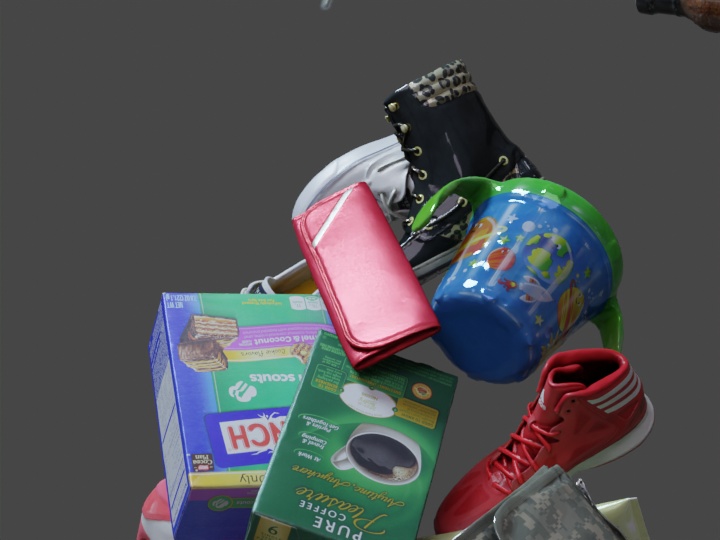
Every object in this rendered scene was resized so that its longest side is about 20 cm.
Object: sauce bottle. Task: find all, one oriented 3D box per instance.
[{"bbox_3d":[0.349,-0.246,1.514,0.199,0.066,0.066,14,59,29],"label":"sauce bottle"}]

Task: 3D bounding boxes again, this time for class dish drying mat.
[{"bbox_3d":[0.000,0.000,1.348,0.076,0.018,0.200,-25,39,0],"label":"dish drying mat"}]

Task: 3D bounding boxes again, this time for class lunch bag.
[{"bbox_3d":[0.116,0.250,1.144,0.200,0.118,0.164,-37,76,-11],"label":"lunch bag"}]

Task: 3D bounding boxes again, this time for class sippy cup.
[{"bbox_3d":[0.123,0.017,1.328,0.177,0.140,0.130,20,47,23],"label":"sippy cup"}]

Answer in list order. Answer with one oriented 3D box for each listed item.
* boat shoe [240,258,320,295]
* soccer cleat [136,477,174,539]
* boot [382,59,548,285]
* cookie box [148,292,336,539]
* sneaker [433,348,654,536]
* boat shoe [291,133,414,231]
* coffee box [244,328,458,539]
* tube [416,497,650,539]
[{"bbox_3d":[-0.079,0.035,1.461,0.199,0.070,0.071,-28,47,1],"label":"boat shoe"},{"bbox_3d":[-0.107,0.244,1.319,0.200,0.067,0.077,43,116,32],"label":"soccer cleat"},{"bbox_3d":[0.050,-0.075,1.446,0.203,0.073,0.154,-31,87,-11],"label":"boot"},{"bbox_3d":[-0.074,0.115,1.345,0.170,0.075,0.201,1,47,-17],"label":"cookie box"},{"bbox_3d":[0.127,0.126,1.269,0.200,0.116,0.078,-38,48,-9],"label":"sneaker"},{"bbox_3d":[0.034,-0.076,1.510,0.199,0.072,0.066,-26,42,-10],"label":"boat shoe"},{"bbox_3d":[-0.004,0.141,1.256,0.122,0.044,0.200,19,42,-1],"label":"coffee box"},{"bbox_3d":[0.116,0.211,1.233,0.199,0.058,0.052,-12,75,14],"label":"tube"}]
